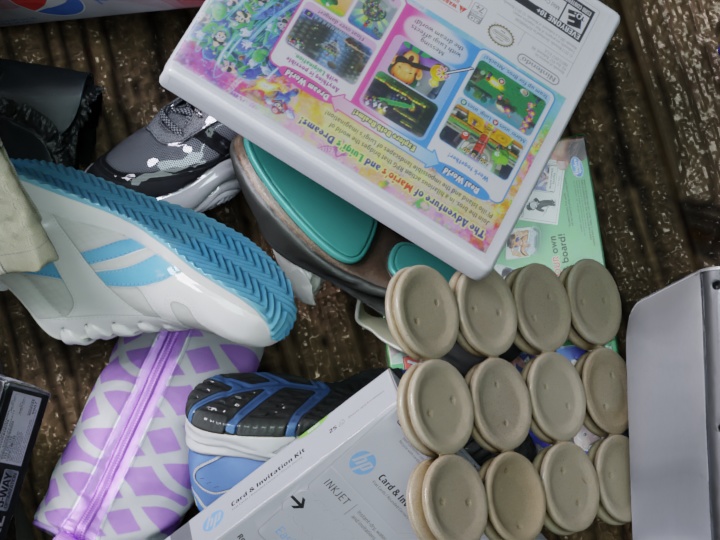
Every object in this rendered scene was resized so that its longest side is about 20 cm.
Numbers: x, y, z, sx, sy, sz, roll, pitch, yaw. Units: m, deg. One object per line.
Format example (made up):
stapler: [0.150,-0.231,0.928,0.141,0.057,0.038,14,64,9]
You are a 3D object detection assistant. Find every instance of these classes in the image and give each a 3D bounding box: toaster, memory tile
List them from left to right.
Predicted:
memory tile: [0.086,0.071,1.277,0.017,0.200,0.154,-15,81,40]
toaster: [0.251,0.098,1.298,0.180,0.119,0.201,1,81,-20]

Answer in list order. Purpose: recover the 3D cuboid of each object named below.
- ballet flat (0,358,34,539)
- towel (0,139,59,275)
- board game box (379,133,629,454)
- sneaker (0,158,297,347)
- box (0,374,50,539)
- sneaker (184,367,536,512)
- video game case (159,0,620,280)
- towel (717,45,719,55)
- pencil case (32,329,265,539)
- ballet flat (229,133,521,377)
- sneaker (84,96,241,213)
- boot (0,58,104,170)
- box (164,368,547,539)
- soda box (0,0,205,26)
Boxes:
ballet flat: [-0.223,0.134,1.340,0.046,0.067,0.201,-14,80,30]
towel: [-0.254,-0.080,1.220,0.035,0.192,0.200,-42,116,-44]
board game box: [0.079,0.029,1.372,0.134,0.029,0.201,-7,82,-1]
sneaker: [-0.124,0.005,1.280,0.200,0.076,0.081,22,105,24]
box: [-0.271,0.138,1.300,0.157,0.050,0.201,16,87,26]
sneaker: [-0.002,0.103,1.318,0.199,0.076,0.077,4,117,-10]
video game case: [0.020,-0.119,1.265,0.200,0.024,0.182,32,64,-6]
towel: [0.327,-0.115,1.394,0.200,0.050,0.148,43,90,4]
pencil case: [-0.112,0.076,1.333,0.084,0.086,0.200,22,83,4]
ballet flat: [0.000,0.000,1.322,0.200,0.068,0.068,36,38,-3]
sneaker: [-0.076,-0.110,1.340,0.200,0.114,0.076,-25,39,-11]
boot: [-0.248,-0.042,1.350,0.168,0.076,0.201,18,75,5]
box: [-0.014,0.169,1.283,0.200,0.041,0.156,-38,118,9]
soda box: [-0.146,-0.183,1.324,0.200,0.070,0.064,-1,70,37]
